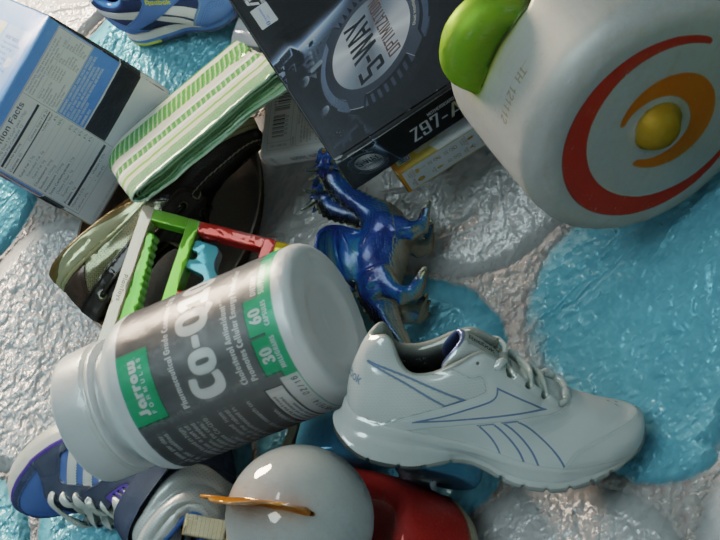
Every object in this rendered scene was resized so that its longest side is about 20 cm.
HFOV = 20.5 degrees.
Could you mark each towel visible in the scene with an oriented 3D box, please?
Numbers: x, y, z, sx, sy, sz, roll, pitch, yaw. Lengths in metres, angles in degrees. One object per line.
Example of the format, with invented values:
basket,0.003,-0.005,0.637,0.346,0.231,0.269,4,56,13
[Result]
towel,-0.126,-0.115,1.517,0.152,0.023,0.200,-39,18,-3

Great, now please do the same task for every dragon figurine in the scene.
dragon figurine,0.000,0.000,1.410,0.099,0.059,0.201,0,65,7

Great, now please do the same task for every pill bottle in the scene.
pill bottle,-0.102,0.067,1.343,0.199,0.113,0.114,-23,55,23

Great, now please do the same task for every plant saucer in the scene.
plant saucer,-0.148,-0.035,1.598,0.199,0.032,0.201,-18,58,31

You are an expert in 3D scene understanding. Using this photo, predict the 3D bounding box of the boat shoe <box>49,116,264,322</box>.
boat shoe,-0.146,-0.038,1.536,0.200,0.073,0.065,-40,83,4

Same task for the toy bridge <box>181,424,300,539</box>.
toy bridge,-0.074,0.096,1.416,0.067,0.027,0.201,10,78,9

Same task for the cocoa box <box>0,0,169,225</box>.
cocoa box,-0.279,-0.143,1.665,0.200,0.131,0.134,28,87,55

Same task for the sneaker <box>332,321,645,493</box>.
sneaker,0.085,0.083,1.248,0.075,0.199,0.088,-101,20,-64

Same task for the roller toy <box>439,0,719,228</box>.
roller toy,0.164,-0.127,1.281,0.199,0.183,0.140,-31,49,-4

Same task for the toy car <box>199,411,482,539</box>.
toy car,-0.039,0.166,1.290,0.176,0.200,0.185,2,70,40

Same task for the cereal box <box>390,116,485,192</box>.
cereal box,0.081,-0.167,1.414,0.199,0.040,0.144,-33,63,3

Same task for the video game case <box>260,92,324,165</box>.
video game case,0.013,-0.185,1.505,0.181,0.024,0.201,-7,67,32

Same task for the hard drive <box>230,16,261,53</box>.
hard drive,-0.006,-0.227,1.578,0.199,0.025,0.133,13,78,43

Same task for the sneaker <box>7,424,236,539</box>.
sneaker,-0.180,0.180,1.482,0.199,0.081,0.147,-27,50,20

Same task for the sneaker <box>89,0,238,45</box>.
sneaker,-0.155,-0.243,1.658,0.199,0.082,0.074,-14,53,42

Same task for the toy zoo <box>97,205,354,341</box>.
toy zoo,-0.087,0.039,1.458,0.199,0.020,0.132,14,79,12

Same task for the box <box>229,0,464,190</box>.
box,0.009,-0.179,1.395,0.160,0.044,0.200,-33,61,1
